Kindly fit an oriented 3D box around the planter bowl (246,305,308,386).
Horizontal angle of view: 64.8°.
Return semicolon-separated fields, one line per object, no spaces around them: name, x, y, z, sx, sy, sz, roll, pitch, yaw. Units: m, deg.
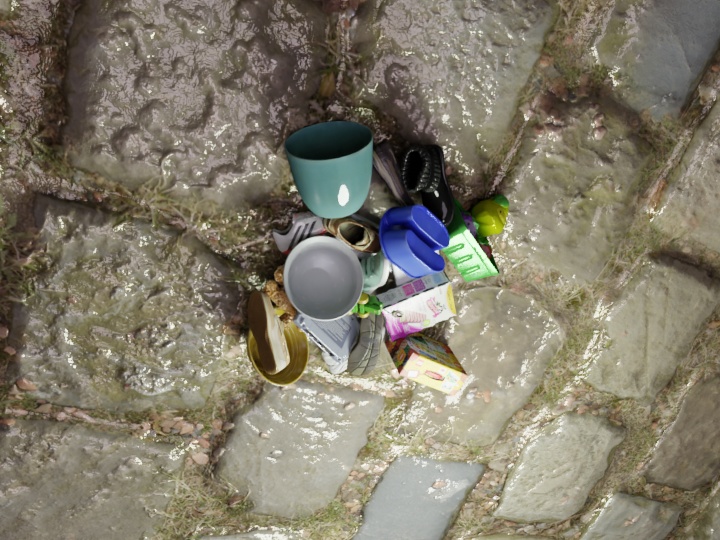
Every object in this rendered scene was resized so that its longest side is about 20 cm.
planter bowl;-0.232;0.201;1.465;0.082;0.203;0.200;-21;129;40

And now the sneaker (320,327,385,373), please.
sneaker;-0.024;0.195;1.553;0.198;0.078;0.100;-36;116;2

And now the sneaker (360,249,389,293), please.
sneaker;0.000;0.001;1.419;0.115;0.075;0.201;11;152;-15

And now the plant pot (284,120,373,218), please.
plant pot;-0.063;-0.218;1.277;0.196;0.202;0.164;-13;126;-9

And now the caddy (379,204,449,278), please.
caddy;0.125;-0.069;1.362;0.199;0.103;0.144;35;60;-37

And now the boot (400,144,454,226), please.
boot;0.159;-0.194;1.348;0.078;0.158;0.216;-9;101;25

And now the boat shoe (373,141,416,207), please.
boat shoe;0.095;-0.224;1.384;0.073;0.075;0.201;-36;121;4

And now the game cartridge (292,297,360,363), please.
game cartridge;-0.082;0.129;1.460;0.200;0.040;0.135;48;58;-34

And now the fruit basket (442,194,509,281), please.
fruit basket;0.311;-0.102;1.474;0.210;0.157;0.219;-2;129;-3

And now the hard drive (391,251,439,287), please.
hard drive;0.155;0.013;1.518;0.129;0.026;0.203;-22;132;-6

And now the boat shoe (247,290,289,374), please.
boat shoe;-0.220;0.146;1.385;0.069;0.073;0.205;-15;95;-51

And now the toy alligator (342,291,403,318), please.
toy alligator;0.016;0.080;1.427;0.195;0.055;0.060;9;133;13

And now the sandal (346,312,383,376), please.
sandal;0.015;0.186;1.497;0.080;0.055;0.205;10;108;-1

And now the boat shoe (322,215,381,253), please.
boat shoe;-0.007;-0.082;1.365;0.198;0.074;0.077;23;104;-42

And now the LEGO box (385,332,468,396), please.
LEGO box;0.182;0.251;1.596;0.197;0.150;0.078;25;108;-25

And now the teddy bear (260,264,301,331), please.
teddy bear;-0.167;0.077;1.442;0.145;0.066;0.203;-41;120;-35

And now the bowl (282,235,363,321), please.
bowl;-0.098;0.027;1.365;0.196;0.090;0.207;5;74;-18

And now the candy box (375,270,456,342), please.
candy box;0.151;0.095;1.523;0.196;0.062;0.138;-23;132;-2

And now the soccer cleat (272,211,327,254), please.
soccer cleat;-0.123;-0.116;1.379;0.198;0.069;0.086;-34;114;3

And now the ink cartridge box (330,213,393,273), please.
ink cartridge box;0.024;-0.074;1.457;0.197;0.037;0.096;25;107;-24
